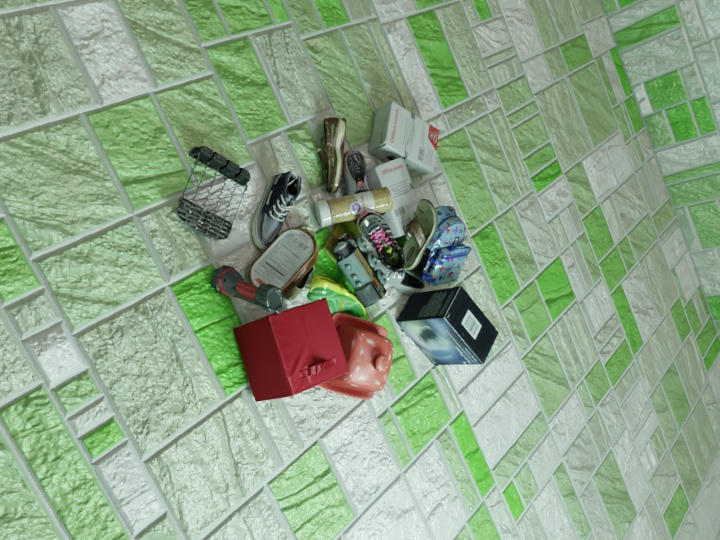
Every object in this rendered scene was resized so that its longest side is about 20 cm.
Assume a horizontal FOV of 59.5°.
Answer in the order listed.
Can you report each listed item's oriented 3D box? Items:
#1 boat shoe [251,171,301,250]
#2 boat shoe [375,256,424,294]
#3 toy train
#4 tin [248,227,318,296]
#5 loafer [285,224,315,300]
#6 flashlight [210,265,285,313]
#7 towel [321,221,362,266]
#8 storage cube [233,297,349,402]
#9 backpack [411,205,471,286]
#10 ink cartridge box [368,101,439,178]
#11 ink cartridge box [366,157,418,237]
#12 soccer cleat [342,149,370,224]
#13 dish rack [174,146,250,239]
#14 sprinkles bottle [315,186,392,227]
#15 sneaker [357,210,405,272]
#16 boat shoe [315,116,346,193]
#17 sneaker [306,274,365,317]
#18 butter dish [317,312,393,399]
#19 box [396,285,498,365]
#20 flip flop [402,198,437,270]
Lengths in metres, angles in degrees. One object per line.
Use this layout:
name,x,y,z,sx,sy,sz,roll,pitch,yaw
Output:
boat shoe,-0.202,-0.151,1.532,0.074,0.092,0.202,23,67,-34
boat shoe,0.099,0.015,1.768,0.199,0.068,0.073,33,62,-31
toy train,0.000,0.000,1.635,0.201,0.085,0.114,58,23,-14
tin,-0.184,-0.019,1.505,0.111,0.042,0.200,33,68,19
loafer,-0.145,-0.023,1.571,0.075,0.068,0.202,24,67,-35
flashlight,-0.249,0.038,1.383,0.067,0.199,0.069,16,88,-47
towel,-0.031,-0.104,1.716,0.086,0.018,0.201,45,56,-25
storage cube,-0.158,0.181,1.442,0.170,0.199,0.182,-16,86,-40
backpack,0.231,-0.076,1.790,0.181,0.134,0.202,-5,125,-50
ink cartridge box,0.129,-0.383,1.860,0.199,0.083,0.146,23,69,-36
ink cartridge box,0.088,-0.200,1.780,0.145,0.083,0.202,-27,99,-49
soccer cleat,-0.012,-0.226,1.714,0.067,0.073,0.203,-13,106,-15
dish rack,-0.342,-0.174,1.447,0.152,0.054,0.202,28,67,-31
sprinkles bottle,-0.017,-0.167,1.651,0.198,0.068,0.069,-14,91,-11
sneaker,0.063,-0.070,1.650,0.073,0.088,0.201,-34,124,2
boat shoe,-0.084,-0.310,1.689,0.074,0.075,0.205,6,81,-7
sneaker,-0.066,0.077,1.630,0.199,0.074,0.084,32,97,-40
butter dish,0.014,0.226,1.593,0.199,0.147,0.202,22,79,-36
box,0.244,0.163,1.777,0.200,0.197,0.124,48,58,-22
flip flop,0.147,-0.096,1.707,0.057,0.081,0.202,4,116,-46
